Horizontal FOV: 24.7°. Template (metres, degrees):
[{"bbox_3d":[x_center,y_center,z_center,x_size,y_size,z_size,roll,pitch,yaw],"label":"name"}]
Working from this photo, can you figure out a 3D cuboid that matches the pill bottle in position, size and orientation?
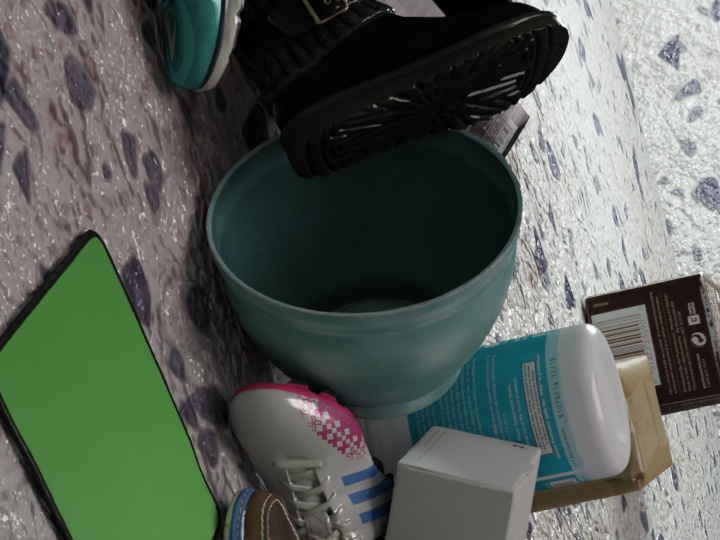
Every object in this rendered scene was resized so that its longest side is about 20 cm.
[{"bbox_3d":[0.087,0.111,1.192,0.111,0.199,0.111,-13,90,-73],"label":"pill bottle"}]

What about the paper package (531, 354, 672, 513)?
[{"bbox_3d":[0.153,0.142,1.379,0.200,0.190,0.104,0,76,-72],"label":"paper package"}]

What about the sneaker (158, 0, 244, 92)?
[{"bbox_3d":[-0.125,-0.209,1.021,0.079,0.077,0.201,-16,104,-34],"label":"sneaker"}]

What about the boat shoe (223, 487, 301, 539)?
[{"bbox_3d":[-0.022,0.218,0.990,0.072,0.072,0.201,-58,132,-66],"label":"boat shoe"}]

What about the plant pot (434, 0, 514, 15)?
[{"bbox_3d":[0.015,-0.212,1.288,0.200,0.186,0.187,-104,169,-52],"label":"plant pot"}]

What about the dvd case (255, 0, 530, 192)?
[{"bbox_3d":[0.029,-0.116,1.172,0.200,0.016,0.149,45,69,-34],"label":"dvd case"}]

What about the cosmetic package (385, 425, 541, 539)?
[{"bbox_3d":[0.060,0.218,1.104,0.108,0.084,0.201,-24,123,-72],"label":"cosmetic package"}]

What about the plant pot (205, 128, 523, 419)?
[{"bbox_3d":[0.007,0.010,1.071,0.201,0.199,0.135,-82,170,-49],"label":"plant pot"}]

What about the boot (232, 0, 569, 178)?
[{"bbox_3d":[0.014,-0.166,1.066,0.080,0.210,0.158,93,-26,-62],"label":"boot"}]

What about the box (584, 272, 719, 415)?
[{"bbox_3d":[0.415,0.107,2.233,0.200,0.163,0.167,17,61,-69],"label":"box"}]

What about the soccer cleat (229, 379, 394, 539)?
[{"bbox_3d":[-0.023,0.141,1.050,0.200,0.069,0.087,51,35,-51],"label":"soccer cleat"}]

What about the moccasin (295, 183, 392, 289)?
[{"bbox_3d":[0.000,0.001,1.204,0.074,0.077,0.202,-79,150,-50],"label":"moccasin"}]

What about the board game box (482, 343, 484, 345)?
[{"bbox_3d":[0.072,0.066,1.432,0.096,0.030,0.200,66,14,8],"label":"board game box"}]

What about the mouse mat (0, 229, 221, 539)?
[{"bbox_3d":[-0.129,0.095,0.868,0.161,0.007,0.201,-66,140,-62],"label":"mouse mat"}]
